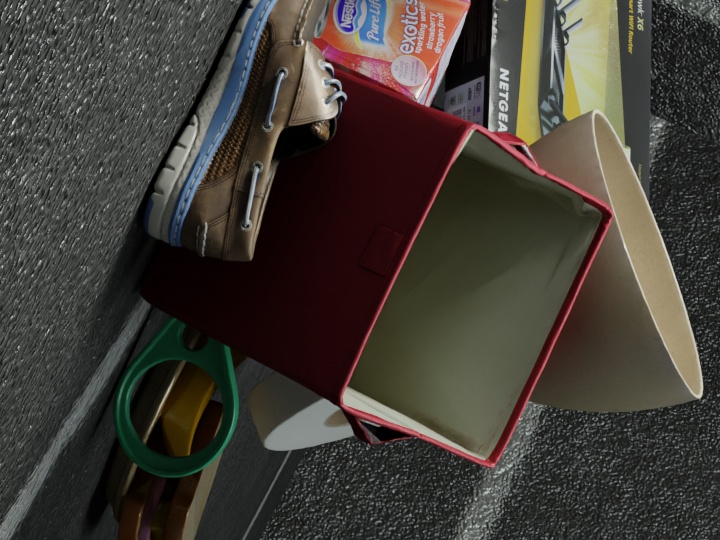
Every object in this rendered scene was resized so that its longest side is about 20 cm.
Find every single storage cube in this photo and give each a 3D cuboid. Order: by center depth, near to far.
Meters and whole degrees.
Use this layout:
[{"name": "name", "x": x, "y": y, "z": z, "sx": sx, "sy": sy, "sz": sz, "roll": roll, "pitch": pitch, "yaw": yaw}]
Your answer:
[{"name": "storage cube", "x": 0.008, "y": -0.008, "z": 1.327, "sx": 0.171, "sy": 0.180, "sz": 0.200, "roll": 26, "pitch": 90, "yaw": -50}]

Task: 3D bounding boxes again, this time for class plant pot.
[{"name": "plant pot", "x": 0.128, "y": 0.011, "z": 1.455, "sx": 0.134, "sy": 0.200, "sz": 0.200, "roll": -20, "pitch": -171, "yaw": 15}]

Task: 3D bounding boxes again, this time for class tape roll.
[{"name": "tape roll", "x": 0.018, "y": 0.074, "z": 1.582, "sx": 0.203, "sy": 0.037, "sz": 0.203, "roll": -20, "pitch": 166, "yaw": -5}]

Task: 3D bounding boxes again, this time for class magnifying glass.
[{"name": "magnifying glass", "x": -0.103, "y": 0.034, "z": 1.411, "sx": 0.022, "sy": 0.080, "sz": 0.200, "roll": -4, "pitch": 109, "yaw": -82}]

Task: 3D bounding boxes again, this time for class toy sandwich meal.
[{"name": "toy sandwich meal", "x": -0.121, "y": 0.113, "z": 1.599, "sx": 0.205, "sy": 0.070, "sz": 0.205, "roll": 25, "pitch": 90, "yaw": -86}]

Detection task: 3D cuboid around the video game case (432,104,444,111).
[{"name": "video game case", "x": 0.057, "y": -0.114, "z": 1.702, "sx": 0.022, "sy": 0.182, "sz": 0.200, "roll": -63, "pitch": 176, "yaw": 4}]

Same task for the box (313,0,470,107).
[{"name": "box", "x": -0.003, "y": -0.116, "z": 1.528, "sx": 0.100, "sy": 0.095, "sz": 0.200, "roll": -62, "pitch": 176, "yaw": -31}]

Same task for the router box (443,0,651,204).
[{"name": "router box", "x": 0.135, "y": -0.146, "z": 1.576, "sx": 0.052, "sy": 0.157, "sz": 0.200, "roll": -19, "pitch": -117, "yaw": 49}]

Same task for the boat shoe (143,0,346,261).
[{"name": "boat shoe", "x": -0.047, "y": -0.095, "z": 1.247, "sx": 0.072, "sy": 0.072, "sz": 0.200, "roll": 89, "pitch": 26, "yaw": -79}]
